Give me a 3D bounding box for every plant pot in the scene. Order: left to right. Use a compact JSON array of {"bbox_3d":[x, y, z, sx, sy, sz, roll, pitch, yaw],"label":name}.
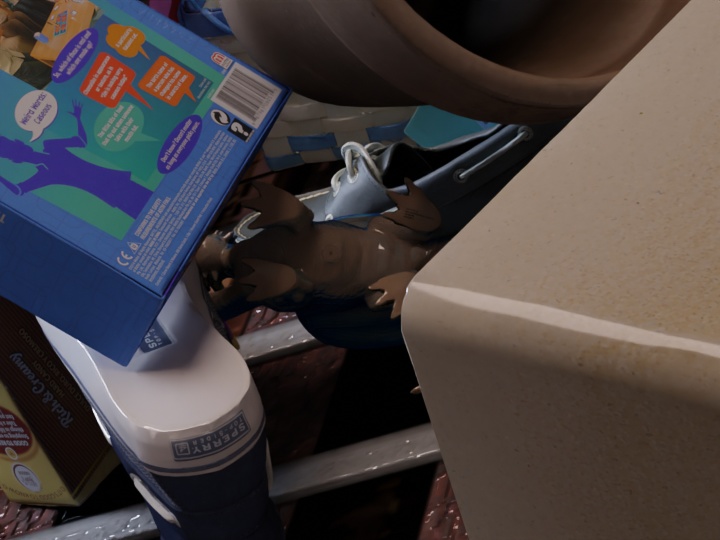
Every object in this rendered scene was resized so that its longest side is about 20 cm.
[{"bbox_3d":[0.028,-0.139,1.059,0.200,0.200,0.175,-41,7,-30],"label":"plant pot"},{"bbox_3d":[0.159,0.045,0.770,0.177,0.200,0.200,13,43,39],"label":"plant pot"}]

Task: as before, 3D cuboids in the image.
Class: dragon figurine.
[{"bbox_3d":[0.000,0.000,1.131,0.200,0.059,0.099,-1,-10,1],"label":"dragon figurine"}]

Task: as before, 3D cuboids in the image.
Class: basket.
[{"bbox_3d":[-0.018,-0.167,1.337,0.139,0.200,0.176,-12,29,20],"label":"basket"}]

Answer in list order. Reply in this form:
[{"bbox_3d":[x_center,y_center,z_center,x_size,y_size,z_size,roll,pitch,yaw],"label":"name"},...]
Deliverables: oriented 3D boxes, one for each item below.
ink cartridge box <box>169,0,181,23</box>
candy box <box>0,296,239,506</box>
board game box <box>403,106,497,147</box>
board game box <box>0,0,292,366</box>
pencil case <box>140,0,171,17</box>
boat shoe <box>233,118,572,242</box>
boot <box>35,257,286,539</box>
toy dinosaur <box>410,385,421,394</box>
[{"bbox_3d":[-0.204,-0.139,1.359,0.147,0.083,0.200,2,1,41],"label":"ink cartridge box"},{"bbox_3d":[-0.147,-0.011,1.154,0.056,0.200,0.117,-4,32,47],"label":"candy box"},{"bbox_3d":[0.109,-0.148,1.228,0.151,0.047,0.200,-47,-8,-38],"label":"board game box"},{"bbox_3d":[-0.143,-0.068,1.047,0.045,0.200,0.152,-58,2,40],"label":"board game box"},{"bbox_3d":[-0.124,-0.179,1.281,0.091,0.094,0.200,-28,44,46],"label":"pencil case"},{"bbox_3d":[0.021,-0.040,1.216,0.200,0.062,0.073,-12,28,30],"label":"boat shoe"},{"bbox_3d":[-0.083,0.048,1.073,0.073,0.090,0.200,-17,33,-8],"label":"boot"},{"bbox_3d":[0.106,-0.018,1.045,0.060,0.106,0.200,25,30,26],"label":"toy dinosaur"}]
